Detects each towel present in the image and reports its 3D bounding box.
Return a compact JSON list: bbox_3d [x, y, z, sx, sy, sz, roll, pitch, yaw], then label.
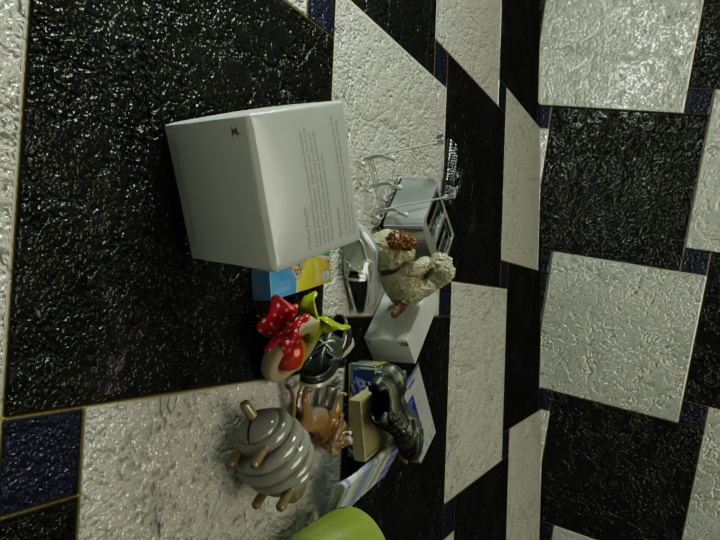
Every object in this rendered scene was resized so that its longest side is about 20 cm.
[{"bbox_3d":[0.006,0.422,1.306,0.199,0.024,0.148,-27,147,-45],"label":"towel"}]

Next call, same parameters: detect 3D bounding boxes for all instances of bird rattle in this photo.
[{"bbox_3d":[-0.108,0.123,1.084,0.164,0.112,0.200,-63,167,19],"label":"bird rattle"}]

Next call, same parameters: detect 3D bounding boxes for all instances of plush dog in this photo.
[{"bbox_3d":[0.079,-0.010,1.395,0.160,0.199,0.173,-40,105,-26],"label":"plush dog"}]

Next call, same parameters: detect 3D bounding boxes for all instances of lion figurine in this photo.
[{"bbox_3d":[-0.086,0.277,1.201,0.199,0.072,0.124,22,84,-46],"label":"lion figurine"}]

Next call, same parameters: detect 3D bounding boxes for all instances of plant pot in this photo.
[{"bbox_3d":[-0.079,0.527,1.121,0.199,0.186,0.190,7,85,-47],"label":"plant pot"}]

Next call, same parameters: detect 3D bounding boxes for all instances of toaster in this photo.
[{"bbox_3d":[0.135,-0.099,1.545,0.182,0.117,0.201,63,39,-41],"label":"toaster"}]

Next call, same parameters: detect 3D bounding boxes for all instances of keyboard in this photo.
[{"bbox_3d":[0.278,-0.282,1.899,0.104,0.039,0.202,26,69,-59],"label":"keyboard"}]

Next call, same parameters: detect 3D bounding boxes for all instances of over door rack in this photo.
[{"bbox_3d":[0.108,-0.200,1.411,0.067,0.198,0.149,-103,177,-59],"label":"over door rack"}]

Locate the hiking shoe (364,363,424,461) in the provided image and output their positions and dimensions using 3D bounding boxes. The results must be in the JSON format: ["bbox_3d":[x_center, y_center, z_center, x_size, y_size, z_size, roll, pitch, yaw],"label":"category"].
[{"bbox_3d":[0.058,0.292,1.264,0.100,0.075,0.202,-25,99,-44],"label":"hiking shoe"}]

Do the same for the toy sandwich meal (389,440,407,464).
[{"bbox_3d":[0.082,0.363,1.508,0.205,0.070,0.208,-4,94,-63],"label":"toy sandwich meal"}]

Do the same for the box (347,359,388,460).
[{"bbox_3d":[0.017,0.297,1.381,0.064,0.069,0.203,-4,94,-61],"label":"box"}]

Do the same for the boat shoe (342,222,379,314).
[{"bbox_3d":[0.000,0.000,1.334,0.067,0.073,0.202,-54,137,-48],"label":"boat shoe"}]

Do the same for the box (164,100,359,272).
[{"bbox_3d":[-0.135,-0.122,0.901,0.171,0.199,0.201,-24,112,-44],"label":"box"}]

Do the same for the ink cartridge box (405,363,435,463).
[{"bbox_3d":[0.112,0.305,1.383,0.100,0.039,0.202,-48,132,-48],"label":"ink cartridge box"}]

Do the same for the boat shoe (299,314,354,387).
[{"bbox_3d":[-0.067,0.151,1.211,0.200,0.071,0.068,-53,143,-60],"label":"boat shoe"}]

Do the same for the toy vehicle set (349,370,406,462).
[{"bbox_3d":[0.043,0.294,1.329,0.199,0.026,0.126,-17,106,-58],"label":"toy vehicle set"}]

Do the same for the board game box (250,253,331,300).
[{"bbox_3d":[-0.121,-0.039,1.135,0.200,0.040,0.155,-18,107,-61],"label":"board game box"}]

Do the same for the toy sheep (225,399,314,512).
[{"bbox_3d":[-0.140,0.289,1.021,0.138,0.137,0.202,-53,130,-49],"label":"toy sheep"}]

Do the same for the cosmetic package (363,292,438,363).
[{"bbox_3d":[0.098,0.113,1.490,0.201,0.112,0.082,-62,141,-39],"label":"cosmetic package"}]
